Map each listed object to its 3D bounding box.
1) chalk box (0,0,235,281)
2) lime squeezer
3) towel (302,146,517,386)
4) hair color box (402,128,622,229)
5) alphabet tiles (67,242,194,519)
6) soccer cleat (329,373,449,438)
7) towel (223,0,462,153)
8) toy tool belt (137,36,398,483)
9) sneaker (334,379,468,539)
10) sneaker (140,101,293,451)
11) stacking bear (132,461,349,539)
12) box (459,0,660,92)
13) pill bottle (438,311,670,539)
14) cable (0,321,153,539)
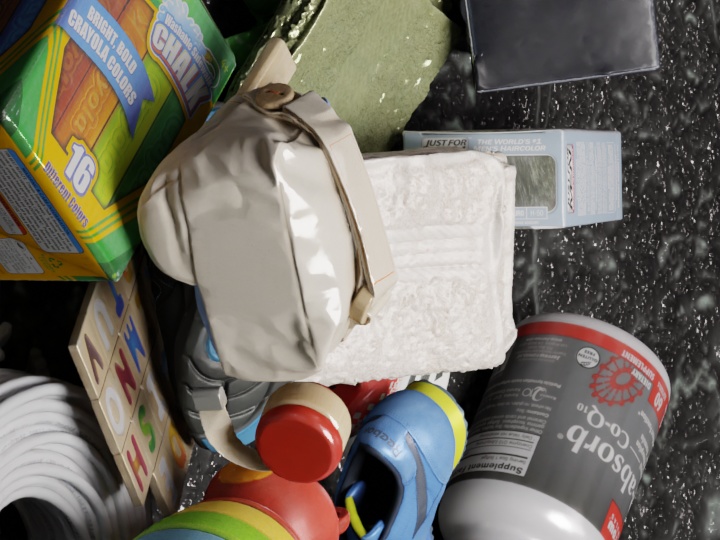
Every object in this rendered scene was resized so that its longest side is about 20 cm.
[{"bbox_3d":[-0.155,-0.108,1.518,0.125,0.123,0.201,56,48,-39],"label":"chalk box"},{"bbox_3d":[-0.073,-0.160,1.721,0.071,0.038,0.200,39,55,-11],"label":"lime squeezer"},{"bbox_3d":[0.000,0.000,1.695,0.199,0.034,0.133,-7,104,-25],"label":"towel"},{"bbox_3d":[0.097,-0.057,1.842,0.200,0.098,0.061,-7,96,-75],"label":"hair color box"},{"bbox_3d":[-0.120,0.031,1.595,0.200,0.008,0.168,-80,154,-61],"label":"alphabet tiles"},{"bbox_3d":[0.013,0.068,1.807,0.200,0.068,0.086,-54,126,-46],"label":"soccer cleat"},{"bbox_3d":[-0.021,-0.101,1.730,0.201,0.036,0.148,-61,146,-4],"label":"towel"},{"bbox_3d":[-0.033,-0.007,1.520,0.123,0.124,0.201,-65,146,-53],"label":"toy tool belt"},{"bbox_3d":[0.007,0.155,1.759,0.078,0.066,0.201,-35,148,-42],"label":"sneaker"},{"bbox_3d":[-0.081,-0.002,1.613,0.073,0.082,0.201,-12,111,-24],"label":"sneaker"},{"bbox_3d":[-0.072,0.162,1.525,0.200,0.121,0.114,-46,122,-59],"label":"stacking bear"},{"bbox_3d":[0.112,-0.224,1.831,0.200,0.117,0.198,-85,168,-79],"label":"box"},{"bbox_3d":[0.117,0.137,1.910,0.116,0.115,0.201,53,50,-41],"label":"pill bottle"},{"bbox_3d":[-0.182,0.151,1.526,0.200,0.069,0.201,-42,124,-46],"label":"cable"}]
